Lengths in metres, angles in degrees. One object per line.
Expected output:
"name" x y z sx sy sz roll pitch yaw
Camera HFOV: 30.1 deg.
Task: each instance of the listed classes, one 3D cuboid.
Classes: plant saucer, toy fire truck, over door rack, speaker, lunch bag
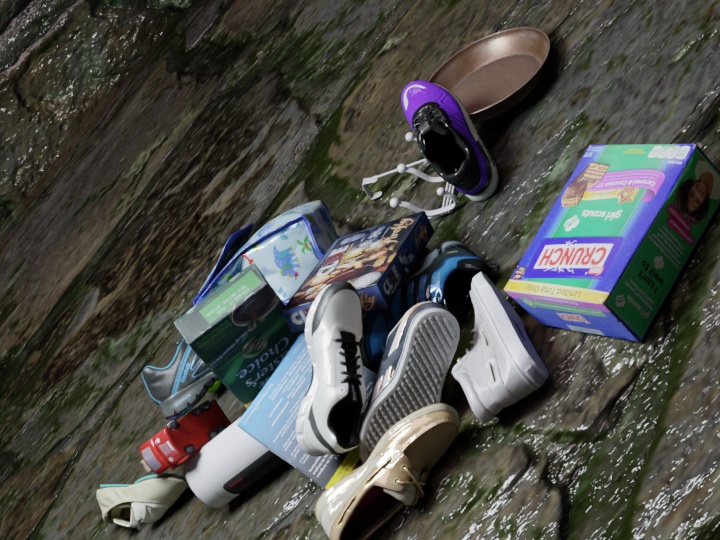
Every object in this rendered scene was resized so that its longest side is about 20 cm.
"plant saucer" 0.179 -0.264 1.868 0.200 0.037 0.201 -24 33 17
"toy fire truck" -0.249 0.235 1.805 0.141 0.049 0.200 -37 -4 24
"over door rack" 0.056 -0.114 1.869 0.200 0.067 0.148 -28 33 37
"speaker" -0.132 0.220 1.716 0.200 0.081 0.081 -38 29 22
"lunch bag" -0.127 -0.006 1.862 0.199 0.128 0.170 -29 5 12

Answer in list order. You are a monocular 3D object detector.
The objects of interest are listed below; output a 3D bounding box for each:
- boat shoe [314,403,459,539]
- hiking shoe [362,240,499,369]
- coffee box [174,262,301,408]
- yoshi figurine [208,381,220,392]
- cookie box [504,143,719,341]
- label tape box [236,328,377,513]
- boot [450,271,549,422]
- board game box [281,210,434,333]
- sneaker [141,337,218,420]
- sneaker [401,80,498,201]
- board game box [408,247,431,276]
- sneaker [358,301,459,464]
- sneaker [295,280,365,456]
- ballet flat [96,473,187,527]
"boat shoe" 0.038 0.230 1.459 0.200 0.074 0.069 -45 38 13
"hiking shoe" 0.072 0.044 1.617 0.200 0.074 0.087 -47 29 -8
"coffee box" -0.135 0.084 1.645 0.123 0.200 0.044 -37 57 -5
"yoshi figurine" -0.192 0.080 1.967 0.112 0.112 0.201 -1 57 49
"cookie box" 0.270 -0.034 1.422 0.200 0.075 0.171 -58 28 -14
"label tape box" -0.023 0.183 1.584 0.200 0.063 0.144 32 81 22
"boot" 0.134 0.083 1.483 0.095 0.074 0.200 -38 28 12
"board game box" 0.000 0.000 1.651 0.135 0.035 0.200 -17 20 27
"sneaker" -0.197 0.109 1.774 0.200 0.082 0.073 -38 -2 -16
"sneaker" 0.103 -0.184 1.752 0.070 0.099 0.200 -44 59 20
"board game box" 0.014 0.046 1.750 0.200 0.046 0.151 -52 25 -2
"sneaker" 0.054 0.129 1.514 0.079 0.078 0.201 -119 53 -74
"sneaker" -0.019 0.112 1.510 0.080 0.073 0.201 -1 83 58
"ballet flat" -0.307 0.327 1.885 0.200 0.069 0.070 -19 40 49
